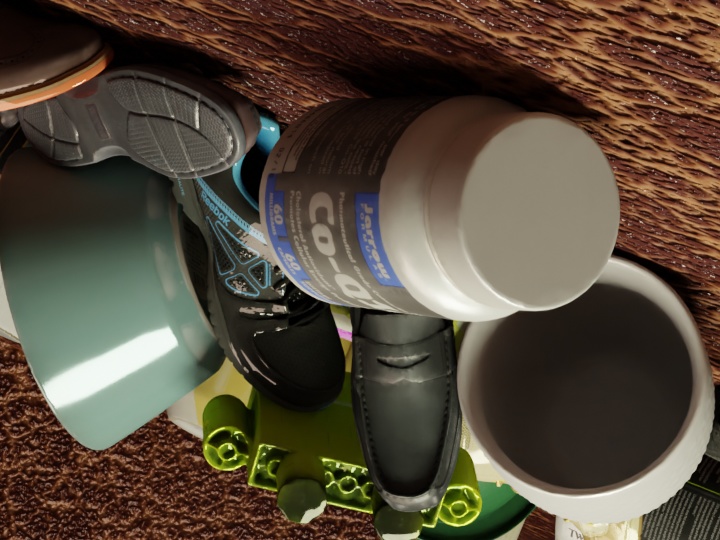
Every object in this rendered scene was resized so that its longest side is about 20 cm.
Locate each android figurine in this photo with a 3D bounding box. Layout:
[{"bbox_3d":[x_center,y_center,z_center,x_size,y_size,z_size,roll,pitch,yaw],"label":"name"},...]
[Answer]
[{"bbox_3d":[-0.012,0.112,1.555,0.181,0.041,0.200,13,-162,-10],"label":"android figurine"}]

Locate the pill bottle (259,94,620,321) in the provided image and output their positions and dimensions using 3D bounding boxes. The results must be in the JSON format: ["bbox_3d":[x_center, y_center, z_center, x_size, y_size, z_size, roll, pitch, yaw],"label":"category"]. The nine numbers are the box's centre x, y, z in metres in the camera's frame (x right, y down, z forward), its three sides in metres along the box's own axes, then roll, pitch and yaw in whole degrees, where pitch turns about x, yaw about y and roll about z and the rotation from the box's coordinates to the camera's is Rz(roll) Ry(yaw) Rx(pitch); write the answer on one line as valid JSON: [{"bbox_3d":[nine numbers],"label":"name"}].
[{"bbox_3d":[0.039,-0.033,1.256,0.113,0.114,0.200,29,169,-26],"label":"pill bottle"}]

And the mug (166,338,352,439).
[{"bbox_3d":[-0.080,0.062,1.912,0.149,0.154,0.187,26,170,-7],"label":"mug"}]

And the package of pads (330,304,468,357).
[{"bbox_3d":[0.000,0.000,1.652,0.154,0.069,0.200,20,168,18],"label":"package of pads"}]

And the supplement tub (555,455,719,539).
[{"bbox_3d":[0.261,0.199,1.906,0.199,0.123,0.123,21,170,20],"label":"supplement tub"}]

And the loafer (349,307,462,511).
[{"bbox_3d":[0.023,0.041,1.458,0.068,0.202,0.070,-4,165,9],"label":"loafer"}]

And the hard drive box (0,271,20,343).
[{"bbox_3d":[-0.290,-0.057,1.791,0.076,0.157,0.200,18,168,32],"label":"hard drive box"}]

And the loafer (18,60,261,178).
[{"bbox_3d":[-0.127,-0.100,1.486,0.199,0.063,0.072,4,121,45],"label":"loafer"}]

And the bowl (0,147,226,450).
[{"bbox_3d":[-0.145,0.006,1.578,0.104,0.202,0.201,-14,159,12],"label":"bowl"}]

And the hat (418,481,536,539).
[{"bbox_3d":[0.115,0.096,1.718,0.166,0.200,0.176,58,153,-5],"label":"hat"}]

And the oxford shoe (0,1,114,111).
[{"bbox_3d":[-0.244,-0.143,1.487,0.199,0.071,0.073,3,123,22],"label":"oxford shoe"}]

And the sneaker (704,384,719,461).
[{"bbox_3d":[0.256,0.082,1.509,0.104,0.060,0.199,31,163,-38],"label":"sneaker"}]

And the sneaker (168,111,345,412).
[{"bbox_3d":[-0.056,-0.005,1.513,0.082,0.073,0.201,-11,106,54],"label":"sneaker"}]

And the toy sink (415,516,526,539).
[{"bbox_3d":[0.070,0.150,1.879,0.112,0.201,0.130,25,171,-6],"label":"toy sink"}]

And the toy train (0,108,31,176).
[{"bbox_3d":[-0.296,-0.122,1.619,0.199,0.085,0.114,21,156,24],"label":"toy train"}]

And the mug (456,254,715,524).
[{"bbox_3d":[0.130,0.061,1.507,0.200,0.147,0.175,54,-179,19],"label":"mug"}]

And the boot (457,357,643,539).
[{"bbox_3d":[0.114,0.139,1.669,0.154,0.201,0.073,-4,-149,-3],"label":"boot"}]
